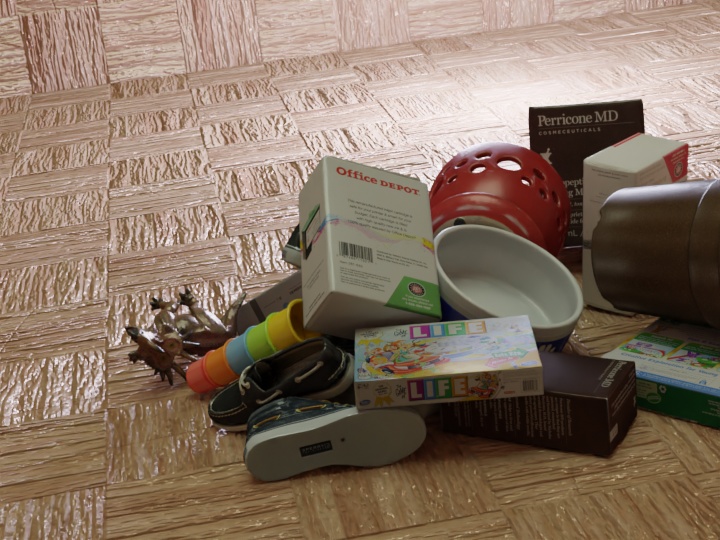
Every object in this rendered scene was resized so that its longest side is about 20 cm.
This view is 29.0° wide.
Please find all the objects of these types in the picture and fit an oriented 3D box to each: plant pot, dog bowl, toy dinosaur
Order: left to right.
[{"bbox_3d":[-0.218,0.085,1.790,0.198,0.087,0.135,-13,20,-30],"label":"toy dinosaur"},{"bbox_3d":[0.175,-0.047,1.873,0.198,0.202,0.183,0,29,16],"label":"plant pot"},{"bbox_3d":[0.166,0.034,1.694,0.198,0.079,0.201,15,33,-10],"label":"dog bowl"},{"bbox_3d":[0.393,-0.023,1.639,0.197,0.202,0.199,4,21,46],"label":"plant pot"}]

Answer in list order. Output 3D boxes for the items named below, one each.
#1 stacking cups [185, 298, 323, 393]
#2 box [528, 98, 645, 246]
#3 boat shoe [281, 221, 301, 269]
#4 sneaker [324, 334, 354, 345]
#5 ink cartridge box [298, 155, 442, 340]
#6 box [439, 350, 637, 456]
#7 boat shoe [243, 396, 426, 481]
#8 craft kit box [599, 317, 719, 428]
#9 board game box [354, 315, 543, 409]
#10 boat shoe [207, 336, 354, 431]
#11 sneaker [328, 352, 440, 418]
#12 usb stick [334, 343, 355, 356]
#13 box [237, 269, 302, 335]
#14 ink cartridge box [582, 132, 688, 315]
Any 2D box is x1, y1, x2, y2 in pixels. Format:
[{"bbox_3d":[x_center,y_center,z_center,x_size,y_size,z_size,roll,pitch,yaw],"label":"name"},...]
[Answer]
[{"bbox_3d":[-0.134,0.097,1.655,0.199,0.061,0.060,-27,6,34],"label":"stacking cups"},{"bbox_3d":[0.331,-0.141,2.017,0.164,0.203,0.164,-3,5,11],"label":"box"},{"bbox_3d":[0.000,0.000,1.718,0.198,0.057,0.069,24,-4,-14],"label":"boat shoe"},{"bbox_3d":[-0.031,0.073,1.783,0.066,0.091,0.200,21,-4,-2],"label":"sneaker"},{"bbox_3d":[0.008,-0.021,1.642,0.143,0.084,0.202,13,51,-23],"label":"ink cartridge box"},{"bbox_3d":[0.194,0.139,1.530,0.198,0.076,0.100,6,24,27],"label":"box"},{"bbox_3d":[-0.031,0.167,1.518,0.198,0.072,0.091,-9,24,-2],"label":"boat shoe"},{"bbox_3d":[0.396,0.109,1.594,0.199,0.049,0.197,12,30,41],"label":"craft kit box"},{"bbox_3d":[0.092,0.098,1.514,0.198,0.035,0.135,-5,22,2],"label":"board game box"},{"bbox_3d":[-0.101,0.127,1.584,0.198,0.060,0.074,-18,43,29],"label":"boat shoe"},{"bbox_3d":[0.018,0.129,1.626,0.115,0.074,0.199,-18,31,-38],"label":"sneaker"},{"bbox_3d":[-0.030,0.115,1.688,0.198,0.056,0.033,-2,31,13],"label":"usb stick"},{"bbox_3d":[-0.064,0.011,1.866,0.199,0.041,0.156,-32,0,40],"label":"box"},{"bbox_3d":[0.361,-0.061,1.835,0.084,0.202,0.145,17,30,38],"label":"ink cartridge box"}]
